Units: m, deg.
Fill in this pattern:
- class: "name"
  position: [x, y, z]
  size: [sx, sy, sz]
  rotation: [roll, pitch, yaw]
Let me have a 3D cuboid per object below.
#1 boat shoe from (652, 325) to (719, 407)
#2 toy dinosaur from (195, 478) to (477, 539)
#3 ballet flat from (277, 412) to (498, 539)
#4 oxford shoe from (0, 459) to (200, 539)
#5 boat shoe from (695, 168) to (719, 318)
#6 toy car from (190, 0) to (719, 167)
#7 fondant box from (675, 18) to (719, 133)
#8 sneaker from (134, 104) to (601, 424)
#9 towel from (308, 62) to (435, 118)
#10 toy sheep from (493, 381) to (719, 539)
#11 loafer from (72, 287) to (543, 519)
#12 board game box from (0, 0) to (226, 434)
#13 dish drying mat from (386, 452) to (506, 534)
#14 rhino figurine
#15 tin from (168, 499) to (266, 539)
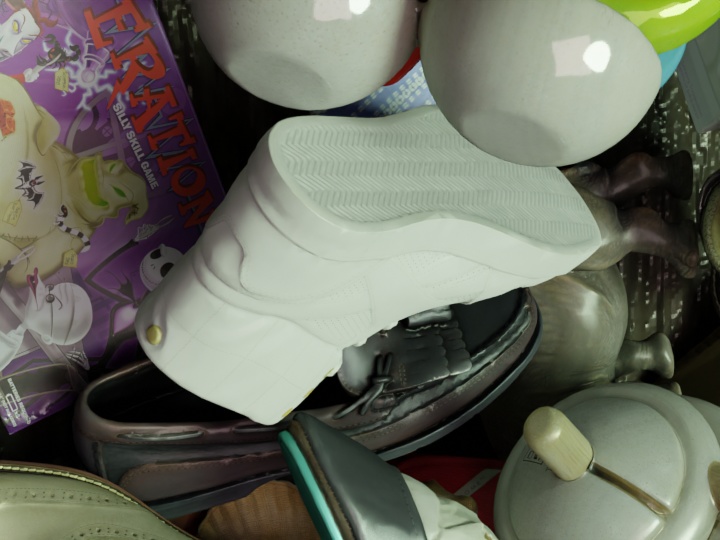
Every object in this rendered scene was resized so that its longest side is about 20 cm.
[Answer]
- class: "boat shoe"
  position: [0.185, 0.057, 0.947]
  size: [0.066, 0.074, 0.201]
  rotation: [28, 103, -41]
- class: "toy dinosaur"
  position: [-0.047, 0.139, 0.859]
  size: [0.198, 0.058, 0.102]
  rotation: [-12, 97, -9]
- class: "ballet flat"
  position: [0.029, 0.136, 0.810]
  size: [0.073, 0.073, 0.202]
  rotation: [-23, 105, -13]
- class: "oxford shoe"
  position: [-0.092, 0.121, 0.783]
  size: [0.198, 0.074, 0.071]
  rotation: [17, 91, -10]
- class: "boat shoe"
  position: [0.164, -0.021, 0.829]
  size: [0.064, 0.074, 0.200]
  rotation: [-22, 158, -14]
- class: "toy car"
  position: [0.040, -0.117, 0.749]
  size: [0.198, 0.150, 0.176]
  rotation: [14, 68, 11]
- class: "fondant box"
  position: [0.160, -0.153, 0.761]
  size: [0.058, 0.200, 0.146]
  rotation: [-14, 79, -18]
- class: "sneaker"
  position: [0.000, 0.000, 0.787]
  size: [0.199, 0.074, 0.116]
  rotation: [1, 139, -51]
- class: "towel"
  position: [0.001, -0.150, 0.819]
  size: [0.145, 0.024, 0.200]
  rotation: [-42, 120, -3]
- class: "toy sheep"
  position: [0.119, 0.111, 0.836]
  size: [0.138, 0.138, 0.200]
  rotation: [-40, 132, -5]
- class: "loafer"
  position: [-0.020, 0.041, 0.831]
  size: [0.198, 0.072, 0.063]
  rotation: [-22, 144, -5]
- class: "board game box"
  position: [-0.122, -0.047, 0.803]
  size: [0.119, 0.032, 0.201]
  rotation: [-28, 118, -16]
- class: "dish drying mat"
  position: [0.025, 0.178, 0.882]
  size: [0.018, 0.076, 0.202]
  rotation: [39, 57, -66]
- class: "rhino figurine"
  position: [0.096, 0.046, 0.909]
  size: [0.087, 0.060, 0.202]
  rotation: [2, 110, -1]
- class: "tin"
  position: [-0.065, 0.171, 0.904]
  size: [0.112, 0.042, 0.201]
  rotation: [-36, 119, -11]
